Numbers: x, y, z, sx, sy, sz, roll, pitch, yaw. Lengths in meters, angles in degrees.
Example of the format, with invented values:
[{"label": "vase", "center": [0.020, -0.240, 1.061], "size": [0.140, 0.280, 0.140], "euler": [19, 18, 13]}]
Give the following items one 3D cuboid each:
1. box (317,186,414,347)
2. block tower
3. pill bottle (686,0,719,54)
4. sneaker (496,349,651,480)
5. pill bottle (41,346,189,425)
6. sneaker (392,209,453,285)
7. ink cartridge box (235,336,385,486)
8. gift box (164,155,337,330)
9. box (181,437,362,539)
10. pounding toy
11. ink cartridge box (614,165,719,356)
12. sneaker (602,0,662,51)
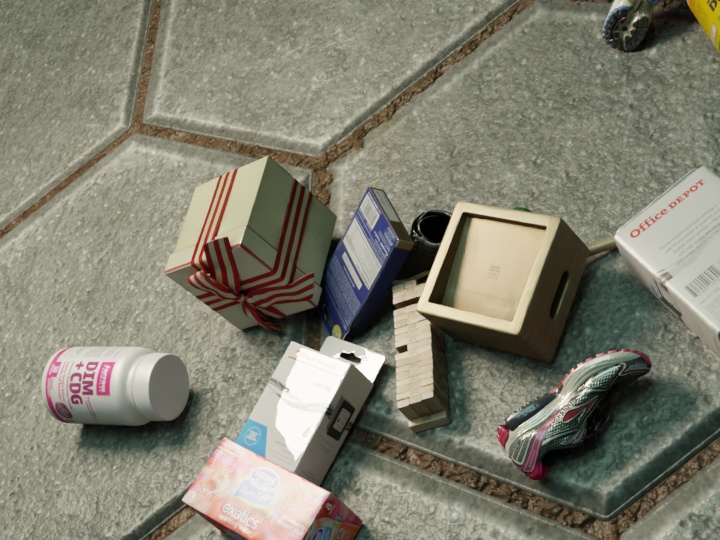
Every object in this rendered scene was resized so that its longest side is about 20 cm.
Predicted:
[{"label": "box", "center": [0.000, 0.000, 1.637], "size": [0.201, 0.032, 0.122], "euler": [-60, 37, 29]}, {"label": "block tower", "center": [0.078, 0.107, 1.539], "size": [0.054, 0.058, 0.201], "euler": [-18, 50, 20]}, {"label": "pill bottle", "center": [0.510, -0.366, 1.598], "size": [0.112, 0.113, 0.201], "euler": [-25, 47, 12]}, {"label": "sneaker", "center": [0.258, 0.165, 1.377], "size": [0.200, 0.081, 0.075], "euler": [-39, 60, 10]}, {"label": "pill bottle", "center": [-0.355, 0.168, 1.715], "size": [0.198, 0.114, 0.114], "euler": [-3, 55, 30]}, {"label": "sneaker", "center": [0.073, -0.037, 1.622], "size": [0.198, 0.099, 0.071], "euler": [-6, 55, 29]}, {"label": "ink cartridge box", "center": [-0.065, 0.172, 1.559], "size": [0.115, 0.067, 0.201], "euler": [16, 70, 39]}, {"label": "gift box", "center": [-0.150, -0.034, 1.675], "size": [0.199, 0.184, 0.188], "euler": [-21, 44, 42]}, {"label": "box", "center": [-0.111, 0.302, 1.478], "size": [0.199, 0.095, 0.103], "euler": [20, 68, 40]}, {"label": "pounding toy", "center": [0.210, 0.003, 1.503], "size": [0.183, 0.142, 0.201], "euler": [13, 74, 38]}, {"label": "ink cartridge box", "center": [0.422, -0.009, 1.397], "size": [0.146, 0.086, 0.200], "euler": [-38, 44, 0]}, {"label": "sneaker", "center": [0.405, -0.412, 1.669], "size": [0.200, 0.077, 0.086], "euler": [-57, 9, 45]}]
